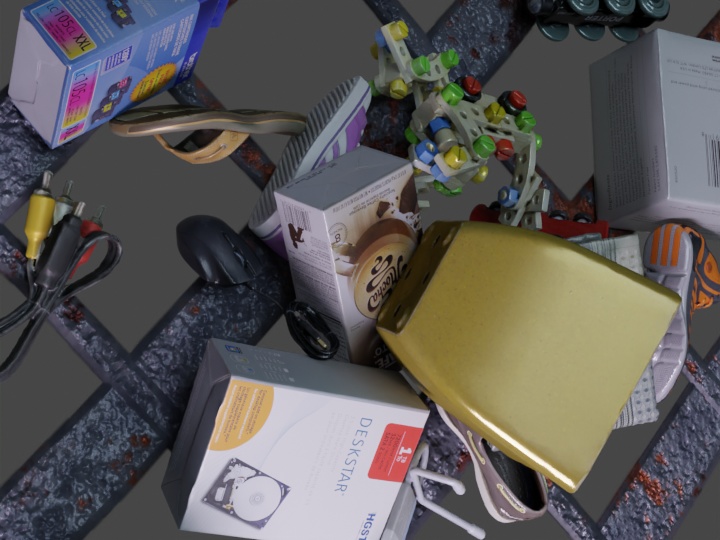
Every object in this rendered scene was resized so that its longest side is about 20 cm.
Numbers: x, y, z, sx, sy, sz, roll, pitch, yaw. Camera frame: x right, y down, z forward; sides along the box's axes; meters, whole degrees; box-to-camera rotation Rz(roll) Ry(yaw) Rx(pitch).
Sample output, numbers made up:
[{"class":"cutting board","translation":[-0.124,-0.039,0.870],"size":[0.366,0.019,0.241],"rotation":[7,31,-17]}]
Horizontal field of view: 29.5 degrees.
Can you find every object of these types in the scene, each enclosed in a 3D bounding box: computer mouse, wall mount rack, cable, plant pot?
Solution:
[{"class":"computer mouse","translation":[-0.094,0.010,1.269],"size":[0.200,0.034,0.059],"rotation":[38,37,15]},{"class":"wall mount rack","translation":[0.063,0.276,1.312],"size":[0.074,0.174,0.201],"rotation":[14,67,16]},{"class":"cable","translation":[-0.283,0.017,1.222],"size":[0.097,0.050,0.201],"rotation":[34,76,-37]},{"class":"plant pot","translation":[0.130,0.052,1.239],"size":[0.199,0.195,0.195],"rotation":[31,86,-10]}]

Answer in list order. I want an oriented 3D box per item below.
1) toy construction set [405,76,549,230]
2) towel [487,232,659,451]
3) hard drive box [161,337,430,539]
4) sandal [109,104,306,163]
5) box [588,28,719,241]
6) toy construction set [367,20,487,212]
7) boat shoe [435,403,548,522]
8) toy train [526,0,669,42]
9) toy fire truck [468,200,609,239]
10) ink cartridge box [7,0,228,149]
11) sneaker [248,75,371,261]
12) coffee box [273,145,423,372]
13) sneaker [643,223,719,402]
[{"class":"toy construction set","translation":[0.123,-0.116,1.335],"size":[0.199,0.092,0.132],"rotation":[25,39,-46]},{"class":"towel","translation":[0.202,0.068,1.370],"size":[0.191,0.035,0.202],"rotation":[-9,98,-15]},{"class":"hard drive box","translation":[-0.060,0.160,1.241],"size":[0.198,0.077,0.157],"rotation":[11,108,-26]},{"class":"sandal","translation":[-0.141,-0.129,1.310],"size":[0.199,0.080,0.055],"rotation":[-2,101,-34]},{"class":"box","translation":[0.378,-0.149,1.563],"size":[0.197,0.130,0.202],"rotation":[6,76,-28]},{"class":"toy construction set","translation":[0.063,-0.148,1.409],"size":[0.131,0.092,0.202],"rotation":[7,82,-53]},{"class":"boat shoe","translation":[0.133,0.161,1.398],"size":[0.071,0.059,0.201],"rotation":[-23,91,-30]},{"class":"toy train","translation":[0.269,-0.328,1.575],"size":[0.198,0.085,0.115],"rotation":[-5,72,-30]},{"class":"toy fire truck","translation":[0.209,0.005,1.452],"size":[0.198,0.142,0.049],"rotation":[8,42,9]},{"class":"ink cartridge box","translation":[-0.211,-0.211,1.237],"size":[0.200,0.137,0.076],"rotation":[-36,80,-31]},{"class":"sneaker","translation":[-0.023,-0.089,1.368],"size":[0.114,0.072,0.201],"rotation":[38,70,-24]},{"class":"coffee box","translation":[0.000,0.000,1.298],"size":[0.113,0.080,0.201],"rotation":[-30,124,-31]},{"class":"sneaker","translation":[0.362,0.051,1.541],"size":[0.112,0.077,0.202],"rotation":[8,94,-50]}]
